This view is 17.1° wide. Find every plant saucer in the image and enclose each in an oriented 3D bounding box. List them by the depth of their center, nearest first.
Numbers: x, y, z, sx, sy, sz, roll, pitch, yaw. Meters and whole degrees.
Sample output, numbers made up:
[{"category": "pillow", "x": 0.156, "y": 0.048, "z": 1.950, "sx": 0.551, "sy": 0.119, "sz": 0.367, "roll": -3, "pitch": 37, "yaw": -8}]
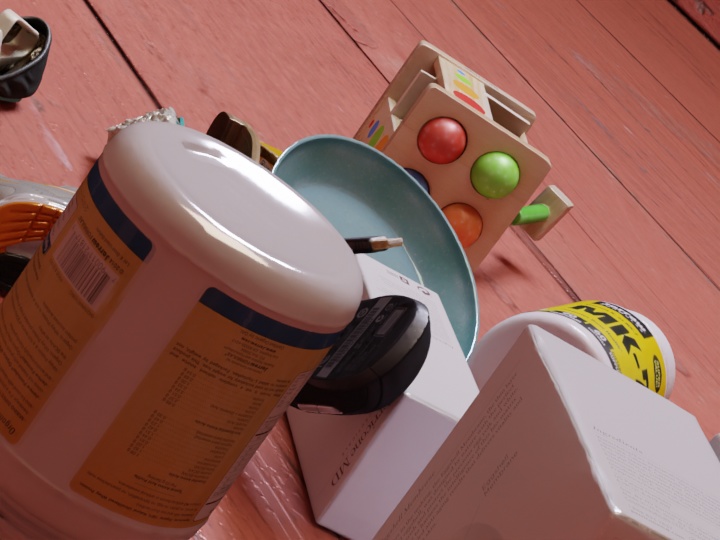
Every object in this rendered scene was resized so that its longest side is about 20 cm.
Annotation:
[{"category": "plant saucer", "x": 0.000, "y": 0.000, "z": 1.688, "sx": 0.200, "sy": 0.036, "sz": 0.201, "roll": 27, "pitch": 46, "yaw": -33}]

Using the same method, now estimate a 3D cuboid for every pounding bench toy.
[{"category": "pounding bench toy", "x": 0.103, "y": -0.075, "z": 2.054, "sx": 0.200, "sy": 0.124, "sz": 0.156, "roll": 32, "pitch": 17, "yaw": -14}]

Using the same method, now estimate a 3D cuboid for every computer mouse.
[{"category": "computer mouse", "x": -0.001, "y": 0.034, "z": 1.415, "sx": 0.200, "sy": 0.141, "sz": 0.046, "roll": -7, "pitch": -52, "yaw": 53}]

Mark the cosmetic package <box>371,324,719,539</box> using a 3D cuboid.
[{"category": "cosmetic package", "x": 0.095, "y": 0.171, "z": 1.217, "sx": 0.123, "sy": 0.200, "sz": 0.200, "roll": 29, "pitch": 18, "yaw": -21}]

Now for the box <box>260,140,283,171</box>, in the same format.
[{"category": "box", "x": -0.012, "y": -0.015, "z": 1.811, "sx": 0.119, "sy": 0.042, "sz": 0.200, "roll": 25, "pitch": 22, "yaw": -34}]

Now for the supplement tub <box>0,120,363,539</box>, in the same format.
[{"category": "supplement tub", "x": -0.107, "y": 0.044, "z": 1.161, "sx": 0.144, "sy": 0.200, "sz": 0.145, "roll": 33, "pitch": 17, "yaw": -11}]

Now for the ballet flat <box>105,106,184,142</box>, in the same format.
[{"category": "ballet flat", "x": -0.144, "y": -0.054, "z": 1.634, "sx": 0.072, "sy": 0.072, "sz": 0.200, "roll": 30, "pitch": 15, "yaw": -20}]

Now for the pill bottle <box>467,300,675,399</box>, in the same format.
[{"category": "pill bottle", "x": 0.158, "y": 0.081, "z": 1.752, "sx": 0.114, "sy": 0.114, "sz": 0.200, "roll": 40, "pitch": 17, "yaw": 15}]

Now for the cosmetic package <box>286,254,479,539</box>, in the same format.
[{"category": "cosmetic package", "x": 0.012, "y": 0.081, "z": 1.480, "sx": 0.071, "sy": 0.102, "sz": 0.200, "roll": 28, "pitch": 17, "yaw": -21}]

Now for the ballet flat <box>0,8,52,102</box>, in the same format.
[{"category": "ballet flat", "x": -0.264, "y": -0.148, "z": 1.617, "sx": 0.068, "sy": 0.068, "sz": 0.200, "roll": 38, "pitch": 17, "yaw": 6}]

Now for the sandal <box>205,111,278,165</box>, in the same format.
[{"category": "sandal", "x": -0.071, "y": -0.060, "z": 1.747, "sx": 0.069, "sy": 0.078, "sz": 0.212, "roll": 24, "pitch": 14, "yaw": -17}]

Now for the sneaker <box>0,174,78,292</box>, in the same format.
[{"category": "sneaker", "x": -0.153, "y": -0.012, "z": 1.464, "sx": 0.200, "sy": 0.076, "sz": 0.092, "roll": 26, "pitch": 14, "yaw": -33}]

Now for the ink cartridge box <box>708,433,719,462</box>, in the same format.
[{"category": "ink cartridge box", "x": 0.163, "y": 0.207, "z": 1.253, "sx": 0.050, "sy": 0.200, "sz": 0.161, "roll": 31, "pitch": 17, "yaw": -21}]
